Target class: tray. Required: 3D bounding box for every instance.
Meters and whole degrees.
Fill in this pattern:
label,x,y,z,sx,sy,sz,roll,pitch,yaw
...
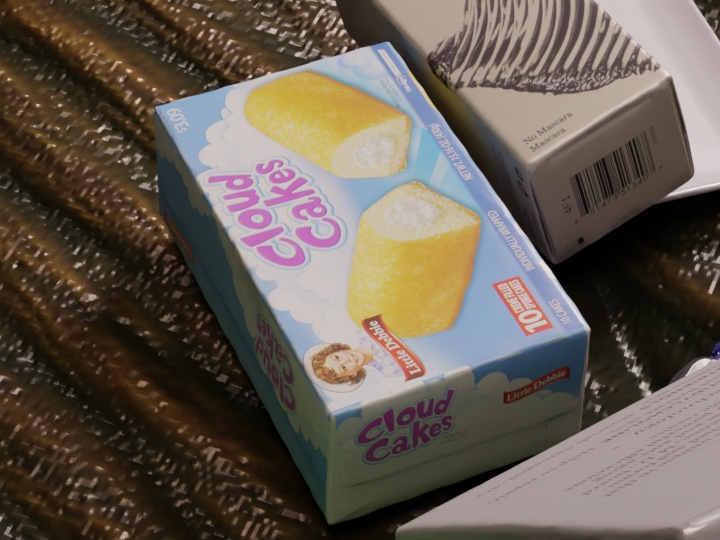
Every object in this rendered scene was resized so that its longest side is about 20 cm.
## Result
label,x,y,z,sx,sy,sz,roll,pitch,yaw
tray,0.119,-0.095,1.236,0.107,0.022,0.201,-12,46,-13

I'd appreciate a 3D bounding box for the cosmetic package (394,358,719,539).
label,x,y,z,sx,sy,sz,roll,pitch,yaw
cosmetic package,0.146,0.125,0.849,0.166,0.168,0.200,-24,6,-24

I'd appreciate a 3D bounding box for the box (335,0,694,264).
label,x,y,z,sx,sy,sz,roll,pitch,yaw
box,0.063,-0.099,1.179,0.082,0.069,0.200,-32,48,-9

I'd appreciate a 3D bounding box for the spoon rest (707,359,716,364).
label,x,y,z,sx,sy,sz,roll,pitch,yaw
spoon rest,0.204,0.101,0.997,0.061,0.099,0.200,-45,59,6

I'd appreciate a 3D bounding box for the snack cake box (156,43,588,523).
label,x,y,z,sx,sy,sz,roll,pitch,yaw
snack cake box,0.000,0.000,1.096,0.114,0.067,0.200,-16,46,-17

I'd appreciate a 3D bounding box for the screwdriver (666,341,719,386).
label,x,y,z,sx,sy,sz,roll,pitch,yaw
screwdriver,0.165,0.020,1.119,0.029,0.028,0.200,39,49,-3
